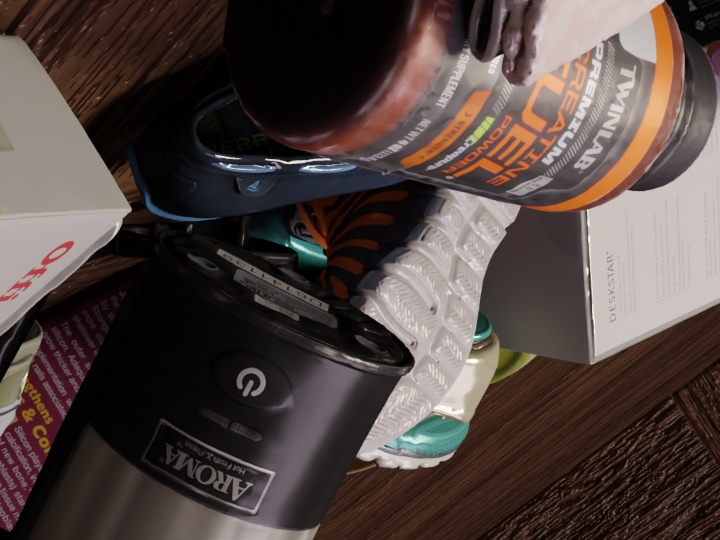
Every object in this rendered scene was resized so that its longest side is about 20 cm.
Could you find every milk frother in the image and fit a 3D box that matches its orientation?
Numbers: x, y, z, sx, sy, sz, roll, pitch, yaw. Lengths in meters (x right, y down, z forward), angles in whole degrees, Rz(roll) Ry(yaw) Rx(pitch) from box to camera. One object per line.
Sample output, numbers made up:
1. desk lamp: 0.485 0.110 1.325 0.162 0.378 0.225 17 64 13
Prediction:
1. milk frother: -0.084 0.075 0.911 0.188 0.180 0.200 -62 167 9

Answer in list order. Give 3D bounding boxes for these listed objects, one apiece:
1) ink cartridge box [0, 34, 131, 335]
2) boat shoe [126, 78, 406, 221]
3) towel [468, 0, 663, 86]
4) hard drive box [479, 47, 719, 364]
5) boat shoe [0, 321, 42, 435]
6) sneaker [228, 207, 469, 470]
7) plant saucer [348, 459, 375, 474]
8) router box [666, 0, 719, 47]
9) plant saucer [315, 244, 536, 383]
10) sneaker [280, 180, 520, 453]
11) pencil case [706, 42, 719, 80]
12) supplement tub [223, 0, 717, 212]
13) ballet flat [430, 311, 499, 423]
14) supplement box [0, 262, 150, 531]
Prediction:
1. ink cartridge box: -0.192 -0.006 0.671 0.145 0.083 0.200 -38 167 23
2. boat shoe: 0.000 -0.066 0.912 0.200 0.084 0.069 -28 179 -29
3. towel: 0.116 -0.176 0.703 0.191 0.032 0.200 -35 150 -33
4. hard drive box: 0.152 -0.054 1.149 0.077 0.156 0.200 9 -160 42
5. boat shoe: -0.208 0.045 0.907 0.062 0.072 0.200 -62 163 13
6. sneaker: -0.006 0.038 1.116 0.080 0.078 0.200 -37 125 22
7. plant saucer: -0.081 0.089 1.256 0.200 0.035 0.200 1 162 0
8. router box: 0.168 -0.141 0.958 0.150 0.062 0.200 -25 -176 -33
9. plant saucer: 0.021 0.030 1.208 0.200 0.031 0.200 1 153 1
10. sneaker: 0.000 0.000 1.011 0.112 0.078 0.200 2 -129 39
11. pencil case: 0.260 -0.161 1.070 0.200 0.087 0.087 -55 161 17
12. supplement tub: 0.052 -0.081 0.811 0.200 0.107 0.107 10 139 -44
13. ballet flat: -0.025 0.046 1.050 0.200 0.070 0.069 7 150 -22
14. supplement box: -0.161 0.107 1.076 0.200 0.131 0.103 -28 168 -19
